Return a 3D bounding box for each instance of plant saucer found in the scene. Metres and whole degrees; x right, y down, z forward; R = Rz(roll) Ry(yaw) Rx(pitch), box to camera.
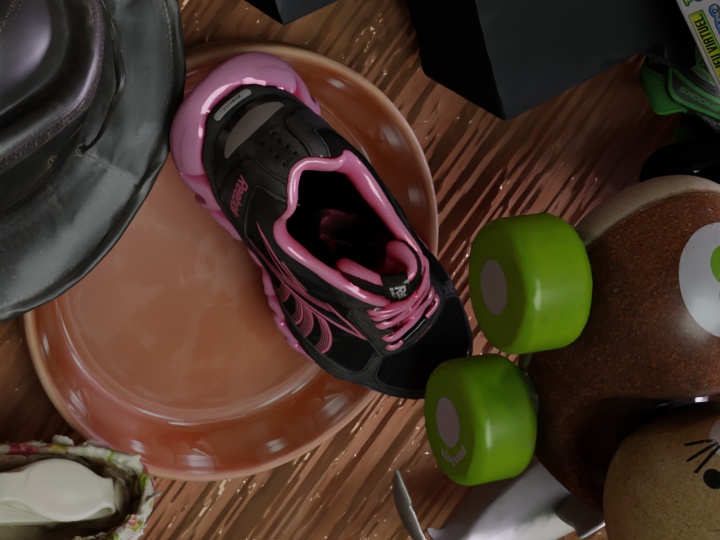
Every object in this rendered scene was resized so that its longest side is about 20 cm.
[{"bbox_3d":[-0.058,-0.004,0.761,0.198,0.032,0.203,-11,115,-25],"label":"plant saucer"}]

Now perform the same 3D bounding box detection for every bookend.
[{"bbox_3d":[0.021,-0.145,0.713,0.197,0.092,0.202,-28,122,-15],"label":"bookend"}]

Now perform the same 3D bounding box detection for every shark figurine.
[{"bbox_3d":[0.067,0.105,0.840,0.213,0.128,0.090,-18,78,-45],"label":"shark figurine"}]

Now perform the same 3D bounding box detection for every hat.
[{"bbox_3d":[-0.145,-0.070,0.633,0.198,0.081,0.203,-3,97,-25],"label":"hat"}]

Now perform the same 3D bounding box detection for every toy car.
[{"bbox_3d":[0.145,0.077,0.689,0.162,0.201,0.159,-7,136,-24],"label":"toy car"}]

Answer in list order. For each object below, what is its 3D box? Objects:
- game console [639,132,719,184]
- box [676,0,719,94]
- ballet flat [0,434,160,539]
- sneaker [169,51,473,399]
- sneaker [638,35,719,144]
[{"bbox_3d":[0.244,-0.006,0.863,0.198,0.117,0.178,-14,104,3],"label":"game console"},{"bbox_3d":[0.202,-0.134,0.771,0.200,0.034,0.111,-42,108,-49],"label":"box"},{"bbox_3d":[-0.166,0.091,0.674,0.198,0.064,0.077,-2,73,-40],"label":"ballet flat"},{"bbox_3d":[0.000,0.000,0.715,0.079,0.095,0.200,-47,132,-7],"label":"sneaker"},{"bbox_3d":[0.204,-0.061,0.869,0.085,0.078,0.200,-36,124,10],"label":"sneaker"}]
